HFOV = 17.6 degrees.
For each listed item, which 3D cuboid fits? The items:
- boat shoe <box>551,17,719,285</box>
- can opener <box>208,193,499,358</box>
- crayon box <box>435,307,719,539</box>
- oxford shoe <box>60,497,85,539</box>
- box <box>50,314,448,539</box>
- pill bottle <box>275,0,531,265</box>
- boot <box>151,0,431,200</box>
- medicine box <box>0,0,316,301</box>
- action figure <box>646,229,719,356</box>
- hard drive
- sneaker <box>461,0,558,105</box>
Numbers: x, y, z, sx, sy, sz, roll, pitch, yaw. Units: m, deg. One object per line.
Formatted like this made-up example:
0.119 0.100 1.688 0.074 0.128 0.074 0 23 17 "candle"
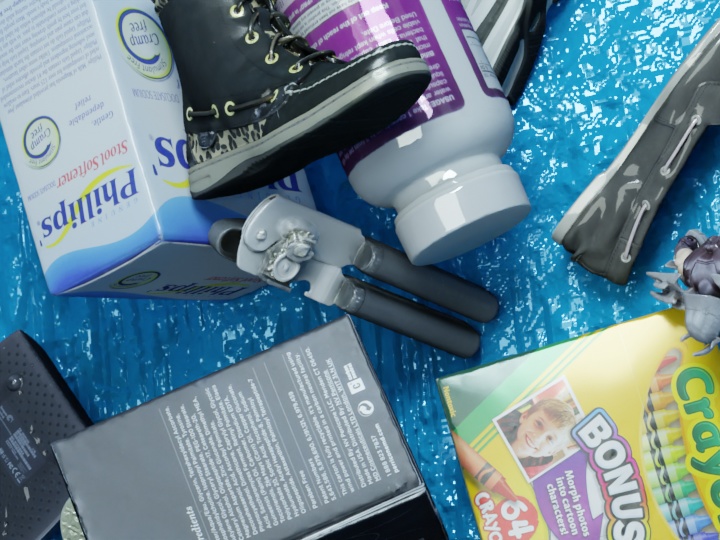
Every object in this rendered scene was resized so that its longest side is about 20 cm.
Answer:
0.199 -0.079 1.446 0.057 0.067 0.200 39 106 7 "boat shoe"
0.000 0.000 1.467 0.053 0.199 0.066 -62 31 9 "can opener"
0.157 0.139 1.418 0.172 0.058 0.201 -17 77 6 "crayon box"
-0.144 0.236 1.574 0.075 0.058 0.201 -20 91 21 "oxford shoe"
-0.062 0.140 1.434 0.196 0.200 0.124 -25 73 -1 "box"
0.028 -0.110 1.441 0.112 0.112 0.201 -28 77 20 "pill bottle"
-0.053 -0.141 1.386 0.203 0.073 0.155 -25 79 47 "boot"
-0.136 -0.088 1.524 0.103 0.182 0.201 -27 74 31 "medicine box"
0.245 -0.033 1.377 0.130 0.069 0.201 11 64 51 "action figure"
-0.269 0.153 1.645 0.200 0.042 0.135 -43 69 15 "hard drive"
0.078 -0.205 1.503 0.115 0.076 0.201 30 100 23 "sneaker"
